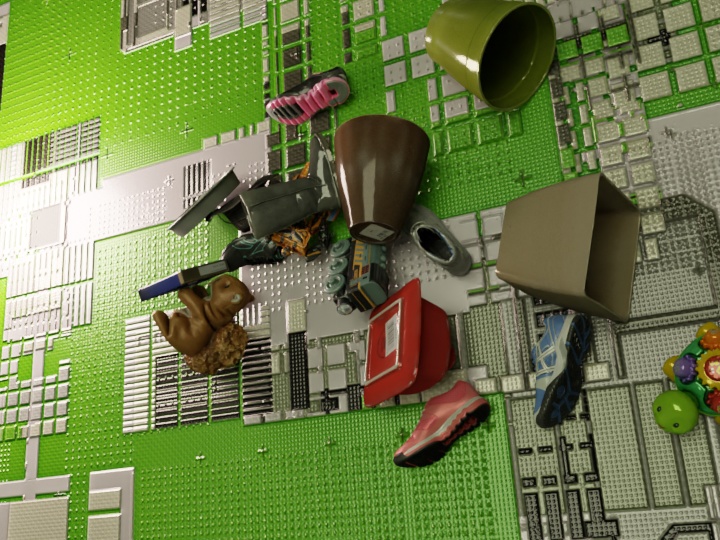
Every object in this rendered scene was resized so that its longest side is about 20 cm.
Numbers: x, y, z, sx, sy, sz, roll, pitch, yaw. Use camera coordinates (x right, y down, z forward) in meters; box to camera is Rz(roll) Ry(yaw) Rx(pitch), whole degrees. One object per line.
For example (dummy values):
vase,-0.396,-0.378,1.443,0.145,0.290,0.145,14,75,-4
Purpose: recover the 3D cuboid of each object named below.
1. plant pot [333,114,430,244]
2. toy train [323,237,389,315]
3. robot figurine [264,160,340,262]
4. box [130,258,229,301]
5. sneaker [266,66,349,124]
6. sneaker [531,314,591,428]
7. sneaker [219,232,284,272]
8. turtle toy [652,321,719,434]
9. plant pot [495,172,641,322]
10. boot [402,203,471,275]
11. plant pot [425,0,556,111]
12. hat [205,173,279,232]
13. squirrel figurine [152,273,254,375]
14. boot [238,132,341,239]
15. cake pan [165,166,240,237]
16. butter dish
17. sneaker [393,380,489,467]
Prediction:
plant pot,0.034,-0.158,1.495,0.187,0.187,0.200,-7,63,24
toy train,0.000,0.000,1.513,0.114,0.085,0.200,-21,36,22
robot figurine,-0.111,-0.117,1.611,0.145,0.058,0.200,25,72,5
box,-0.385,0.024,1.680,0.200,0.121,0.032,-18,91,42
sneaker,-0.112,-0.387,1.726,0.200,0.079,0.095,-15,47,21
sneaker,0.330,0.169,1.349,0.077,0.076,0.200,10,79,51
sneaker,-0.210,-0.045,1.663,0.200,0.075,0.079,-32,66,15
turtle toy,0.535,0.173,1.219,0.200,0.101,0.146,-47,61,7
plant pot,0.343,-0.035,1.334,0.177,0.200,0.200,2,76,39
boot,0.126,-0.073,1.494,0.200,0.096,0.074,43,96,29
plant pot,0.231,-0.430,1.508,0.193,0.200,0.200,38,94,42
hat,-0.231,-0.130,1.671,0.200,0.201,0.081,-32,102,15
squirrel figurine,-0.298,0.111,1.646,0.187,0.142,0.200,-32,78,3
boot,-0.141,-0.169,1.568,0.200,0.073,0.182,-17,71,-2
cake pan,-0.333,-0.143,1.703,0.200,0.200,0.037,-41,102,10
butter dish,0.103,0.143,1.423,0.199,0.148,0.200,138,142,-55
sneaker,0.135,0.275,1.415,0.200,0.074,0.087,-39,49,7
